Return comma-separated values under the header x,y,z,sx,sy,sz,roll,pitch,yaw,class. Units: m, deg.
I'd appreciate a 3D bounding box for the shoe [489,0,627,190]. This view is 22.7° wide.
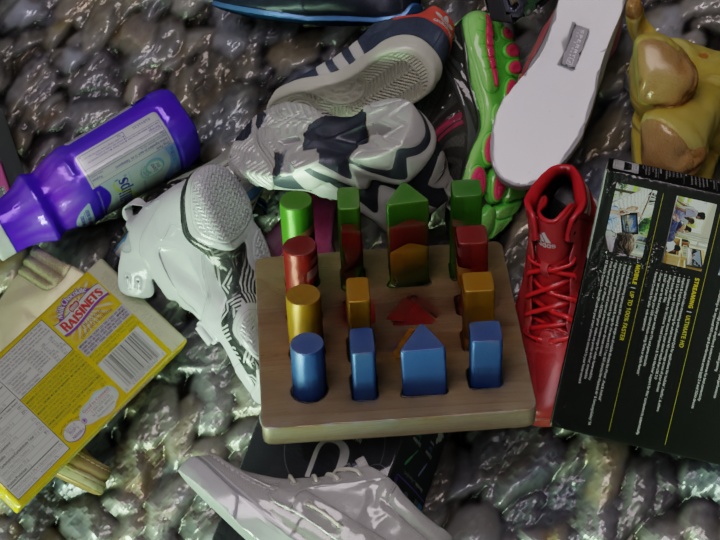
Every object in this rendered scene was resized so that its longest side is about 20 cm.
x,y,z,sx,sy,sz,roll,pitch,yaw,class
0.166,-0.153,1.467,0.071,0.091,0.201,23,85,10,shoe

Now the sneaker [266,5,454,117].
x,y,z,sx,sy,sz,roll,pitch,yaw,class
0.005,-0.164,1.511,0.199,0.075,0.085,-17,33,43,sneaker

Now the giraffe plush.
x,y,z,sx,sy,sz,roll,pitch,yaw,class
0.293,-0.129,1.398,0.161,0.174,0.201,-4,32,5,giraffe plush

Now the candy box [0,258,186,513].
x,y,z,sx,sy,sz,roll,pitch,yaw,class
-0.243,0.091,1.452,0.102,0.026,0.200,42,63,5,candy box

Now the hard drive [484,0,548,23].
x,y,z,sx,sy,sz,roll,pitch,yaw,class
0.158,-0.311,1.466,0.038,0.140,0.200,12,45,41,hard drive

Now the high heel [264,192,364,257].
x,y,z,sx,sy,sz,roll,pitch,yaw,class
0.000,0.000,1.464,0.096,0.067,0.200,-47,48,6,high heel

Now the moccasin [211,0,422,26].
x,y,z,sx,sy,sz,roll,pitch,yaw,class
-0.035,-0.250,1.570,0.198,0.080,0.069,6,94,20,moccasin

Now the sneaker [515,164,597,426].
x,y,z,sx,sy,sz,roll,pitch,yaw,class
0.141,0.012,1.388,0.078,0.116,0.202,0,68,17,sneaker

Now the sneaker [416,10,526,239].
x,y,z,sx,sy,sz,roll,pitch,yaw,class
0.090,-0.114,1.492,0.083,0.076,0.202,-15,65,44,sneaker

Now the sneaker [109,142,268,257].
x,y,z,sx,sy,sz,roll,pitch,yaw,class
-0.128,-0.060,1.535,0.199,0.072,0.073,-32,101,13,sneaker

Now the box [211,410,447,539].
x,y,z,sx,sy,sz,roll,pitch,yaw,class
-0.022,0.169,1.380,0.121,0.106,0.201,13,73,22,box

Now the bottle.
x,y,z,sx,sy,sz,roll,pitch,yaw,class
-0.234,-0.079,1.543,0.199,0.084,0.065,-32,75,-13,bottle

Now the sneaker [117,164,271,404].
x,y,z,sx,sy,sz,roll,pitch,yaw,class
-0.127,0.019,1.476,0.114,0.075,0.201,-14,99,34,sneaker

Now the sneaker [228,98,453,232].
x,y,z,sx,sy,sz,roll,pitch,yaw,class
-0.005,-0.073,1.447,0.198,0.130,0.080,-8,50,35,sneaker

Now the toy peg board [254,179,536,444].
x,y,z,sx,sy,sz,roll,pitch,yaw,class
0.020,0.020,1.334,0.198,0.098,0.200,-4,38,-1,toy peg board

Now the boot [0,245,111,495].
x,y,z,sx,sy,sz,roll,pitch,yaw,class
-0.251,0.081,1.511,0.199,0.073,0.156,34,80,29,boot

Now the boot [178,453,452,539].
x,y,z,sx,sy,sz,roll,pitch,yaw,class
-0.030,0.171,1.291,0.199,0.074,0.096,35,76,15,boot

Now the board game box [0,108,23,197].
x,y,z,sx,sy,sz,roll,pitch,yaw,class
-0.405,-0.061,1.622,0.199,0.064,0.148,-27,63,6,board game box

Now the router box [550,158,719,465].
x,y,z,sx,sy,sz,roll,pitch,yaw,class
0.232,0.033,1.317,0.148,0.051,0.202,13,105,7,router box
